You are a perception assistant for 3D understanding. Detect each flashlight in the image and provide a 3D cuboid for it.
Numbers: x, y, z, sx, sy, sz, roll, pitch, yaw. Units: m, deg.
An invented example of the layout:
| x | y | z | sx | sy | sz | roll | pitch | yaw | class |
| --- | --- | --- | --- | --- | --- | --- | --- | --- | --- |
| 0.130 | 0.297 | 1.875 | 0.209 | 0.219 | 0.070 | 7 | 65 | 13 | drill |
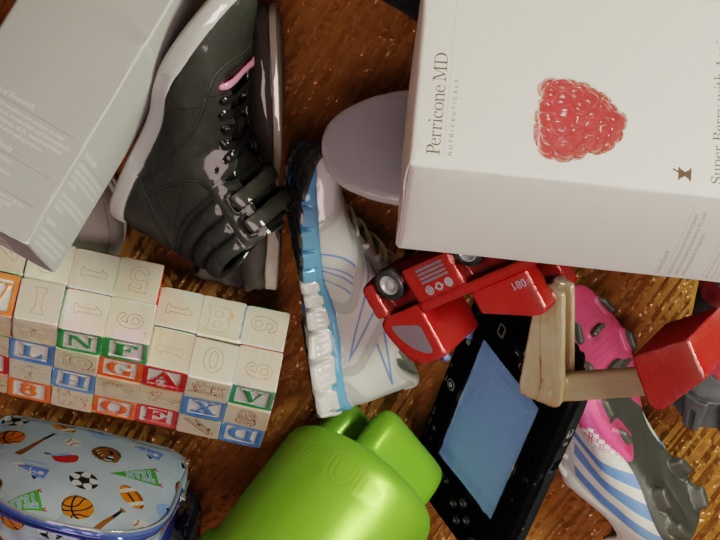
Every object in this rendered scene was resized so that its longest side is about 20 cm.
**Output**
| x | y | z | sx | sy | sz | roll | pitch | yaw | class |
| --- | --- | --- | --- | --- | --- | --- | --- | --- | --- |
| 0.235 | 0.031 | 1.409 | 0.068 | 0.068 | 0.201 | -25 | 148 | -15 | flashlight |

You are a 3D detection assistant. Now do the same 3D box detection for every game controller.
| x | y | z | sx | sy | sz | roll | pitch | yaw | class |
| --- | --- | --- | --- | --- | --- | --- | --- | --- | --- |
| 0.088 | 0.101 | 1.474 | 0.104 | 0.042 | 0.201 | 44 | 137 | 26 | game controller |

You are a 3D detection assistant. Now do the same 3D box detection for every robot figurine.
| x | y | z | sx | sy | sz | roll | pitch | yaw | class |
| --- | --- | --- | --- | --- | --- | --- | --- | --- | --- |
| -0.033 | 0.183 | 1.485 | 0.175 | 0.201 | 0.116 | 9 | 145 | 48 | robot figurine |

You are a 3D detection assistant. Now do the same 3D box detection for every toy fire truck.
| x | y | z | sx | sy | sz | roll | pitch | yaw | class |
| --- | --- | --- | --- | --- | --- | --- | --- | --- | --- |
| 0.108 | 0.029 | 1.358 | 0.199 | 0.049 | 0.142 | -24 | 99 | 40 | toy fire truck |

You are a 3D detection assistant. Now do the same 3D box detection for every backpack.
| x | y | z | sx | sy | sz | roll | pitch | yaw | class |
| --- | --- | --- | --- | --- | --- | --- | --- | --- | --- |
| -0.195 | 0.196 | 1.508 | 0.198 | 0.191 | 0.155 | 8 | 122 | 1 | backpack |

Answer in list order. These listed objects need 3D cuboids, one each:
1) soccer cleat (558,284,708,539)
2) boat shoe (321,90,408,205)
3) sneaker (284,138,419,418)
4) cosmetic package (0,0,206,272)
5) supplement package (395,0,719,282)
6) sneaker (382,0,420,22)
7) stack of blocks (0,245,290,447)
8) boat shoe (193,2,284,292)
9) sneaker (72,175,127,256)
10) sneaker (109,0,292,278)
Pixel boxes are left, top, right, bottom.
| x | y | z | sx | sy | sz | roll | pitch | yaw | class |
| --- | --- | --- | --- | --- | --- | --- | --- | --- | --- |
| 0.152 | 0.103 | 1.496 | 0.086 | 0.070 | 0.201 | -11 | 114 | 41 | soccer cleat |
| 0.075 | -0.071 | 1.391 | 0.198 | 0.073 | 0.066 | -8 | 164 | -4 | boat shoe |
| 0.000 | 0.000 | 1.451 | 0.086 | 0.075 | 0.201 | -9 | 127 | -1 | sneaker |
| -0.164 | -0.108 | 1.307 | 0.090 | 0.107 | 0.201 | 27 | 81 | 6 | cosmetic package |
| 0.124 | -0.077 | 1.258 | 0.198 | 0.122 | 0.120 | 5 | 159 | 0 | supplement package |
| 0.059 | -0.182 | 1.327 | 0.067 | 0.109 | 0.201 | -7 | 157 | 24 | sneaker |
| -0.149 | 0.045 | 1.461 | 0.198 | 0.059 | 0.115 | 13 | 151 | -4 | stack of blocks |
| -0.076 | -0.071 | 1.407 | 0.056 | 0.067 | 0.201 | 1 | 125 | -2 | boat shoe |
| -0.220 | -0.067 | 1.406 | 0.075 | 0.092 | 0.200 | -29 | 115 | 21 | sneaker |
| -0.073 | -0.078 | 1.325 | 0.099 | 0.071 | 0.201 | 36 | 132 | 10 | sneaker |
